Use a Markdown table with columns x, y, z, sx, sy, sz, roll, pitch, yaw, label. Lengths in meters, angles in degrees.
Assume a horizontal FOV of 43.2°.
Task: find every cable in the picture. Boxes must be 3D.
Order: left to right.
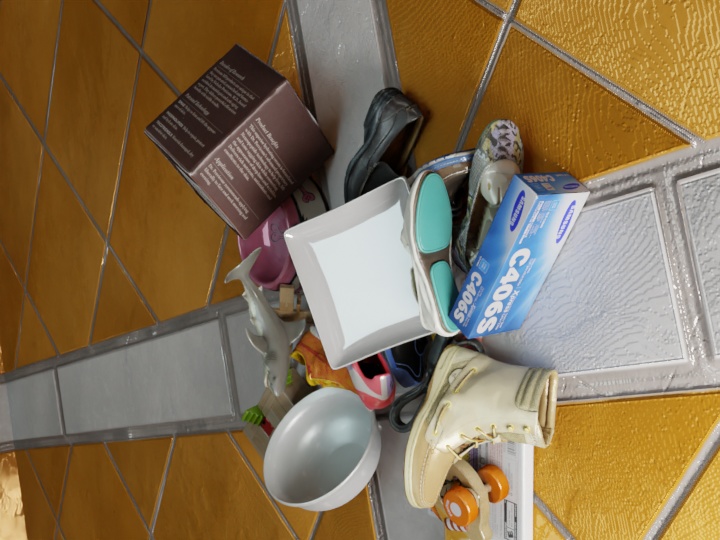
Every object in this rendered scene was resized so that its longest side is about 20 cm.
| x | y | z | sx | sy | sz | roll | pitch | yaw | label |
| --- | --- | --- | --- | --- | --- | --- | --- | --- | --- |
| 0.108 | 0.138 | 1.199 | 0.096 | 0.050 | 0.203 | 33 | 115 | 29 | cable |

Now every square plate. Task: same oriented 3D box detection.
| x | y | z | sx | sy | sz | roll | pitch | yaw | label |
| --- | --- | --- | --- | --- | --- | --- | --- | --- | --- |
| 0.013 | 0.006 | 1.197 | 0.197 | 0.028 | 0.202 | -22 | 87 | 26 | square plate |

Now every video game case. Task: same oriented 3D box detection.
| x | y | z | sx | sy | sz | roll | pitch | yaw | label |
| --- | --- | --- | --- | --- | --- | --- | --- | --- | --- |
| 0.153 | 0.246 | 1.186 | 0.181 | 0.023 | 0.205 | 9 | 103 | 52 | video game case |

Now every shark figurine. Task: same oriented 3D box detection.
| x | y | z | sx | sy | sz | roll | pitch | yaw | label |
| --- | --- | --- | --- | --- | --- | --- | --- | --- | --- |
| -0.133 | 0.074 | 1.407 | 0.128 | 0.088 | 0.219 | -34 | -73 | -85 | shark figurine |

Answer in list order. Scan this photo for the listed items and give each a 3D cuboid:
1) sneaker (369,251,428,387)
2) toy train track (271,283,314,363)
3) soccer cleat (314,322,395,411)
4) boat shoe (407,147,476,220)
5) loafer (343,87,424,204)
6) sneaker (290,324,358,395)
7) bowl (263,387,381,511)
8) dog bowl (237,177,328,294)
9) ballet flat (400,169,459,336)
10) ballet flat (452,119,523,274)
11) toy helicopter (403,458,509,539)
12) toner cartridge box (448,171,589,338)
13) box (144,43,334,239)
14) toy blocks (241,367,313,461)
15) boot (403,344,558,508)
| x | y | z | sx | sy | sz | roll | pitch | yaw | label |
| --- | --- | --- | --- | --- | --- | --- | --- | --- | --- |
| 0.070 | 0.061 | 1.232 | 0.076 | 0.070 | 0.204 | -8 | 104 | 23 | sneaker |
| -0.122 | 0.098 | 1.491 | 0.033 | 0.112 | 0.203 | -90 | 5 | -53 | toy train track |
| -0.007 | 0.105 | 1.273 | 0.077 | 0.066 | 0.201 | 95 | 151 | -45 | soccer cleat |
| 0.101 | -0.097 | 1.176 | 0.199 | 0.071 | 0.074 | -31 | 76 | 60 | boat shoe |
| 0.031 | -0.145 | 1.254 | 0.072 | 0.072 | 0.203 | 38 | 125 | 37 | loafer |
| -0.037 | 0.153 | 1.368 | 0.078 | 0.073 | 0.199 | -55 | 33 | -4 | sneaker |
| -0.042 | 0.280 | 1.357 | 0.199 | 0.091 | 0.203 | -26 | 37 | 21 | bowl |
| -0.131 | -0.059 | 1.473 | 0.198 | 0.073 | 0.205 | 12 | 105 | 51 | dog bowl |
| 0.080 | -0.018 | 1.117 | 0.069 | 0.069 | 0.204 | -6 | 96 | 52 | ballet flat |
| 0.161 | -0.077 | 1.088 | 0.072 | 0.071 | 0.204 | 40 | 130 | 41 | ballet flat |
| 0.116 | 0.324 | 1.172 | 0.131 | 0.078 | 0.204 | 23 | 124 | 43 | toy helicopter |
| 0.181 | -0.016 | 1.053 | 0.043 | 0.094 | 0.203 | 47 | 130 | 36 | toner cartridge box |
| -0.183 | -0.195 | 1.377 | 0.200 | 0.167 | 0.164 | -44 | 47 | -7 | box |
| -0.114 | 0.264 | 1.495 | 0.137 | 0.099 | 0.201 | 48 | 131 | 22 | toy blocks |
| 0.143 | 0.196 | 1.073 | 0.153 | 0.073 | 0.203 | 10 | 68 | 33 | boot |
